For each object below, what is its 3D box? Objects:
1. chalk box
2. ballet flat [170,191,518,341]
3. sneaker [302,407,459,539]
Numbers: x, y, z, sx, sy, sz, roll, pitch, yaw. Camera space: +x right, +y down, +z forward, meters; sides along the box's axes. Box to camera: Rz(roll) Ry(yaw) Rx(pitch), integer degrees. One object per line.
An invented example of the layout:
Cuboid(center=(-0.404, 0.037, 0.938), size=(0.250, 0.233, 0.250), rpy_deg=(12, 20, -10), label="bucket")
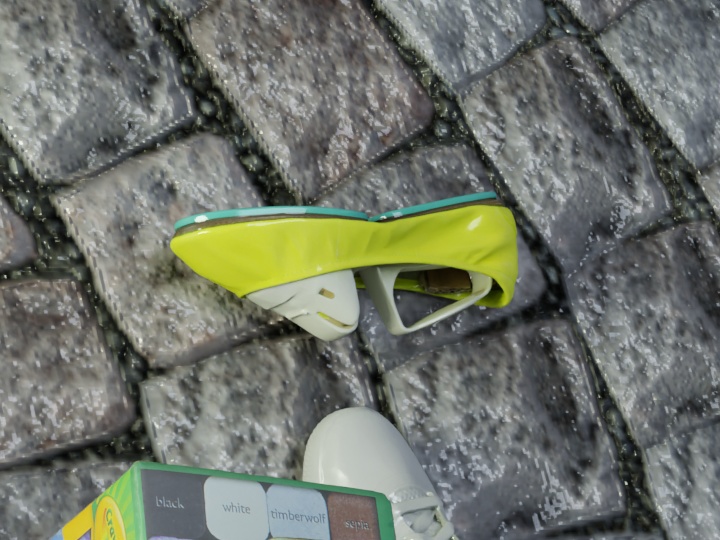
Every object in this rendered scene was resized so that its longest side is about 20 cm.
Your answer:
Cuboid(center=(-0.058, 0.159, 1.041), size=(0.124, 0.200, 0.124), rpy_deg=(10, 59, -30), label="chalk box")
Cuboid(center=(0.000, 0.000, 1.270), size=(0.199, 0.067, 0.067), rpy_deg=(-5, 81, -38), label="ballet flat")
Cuboid(center=(0.038, 0.146, 1.192), size=(0.075, 0.088, 0.201), rpy_deg=(-7, 68, -36), label="sneaker")
